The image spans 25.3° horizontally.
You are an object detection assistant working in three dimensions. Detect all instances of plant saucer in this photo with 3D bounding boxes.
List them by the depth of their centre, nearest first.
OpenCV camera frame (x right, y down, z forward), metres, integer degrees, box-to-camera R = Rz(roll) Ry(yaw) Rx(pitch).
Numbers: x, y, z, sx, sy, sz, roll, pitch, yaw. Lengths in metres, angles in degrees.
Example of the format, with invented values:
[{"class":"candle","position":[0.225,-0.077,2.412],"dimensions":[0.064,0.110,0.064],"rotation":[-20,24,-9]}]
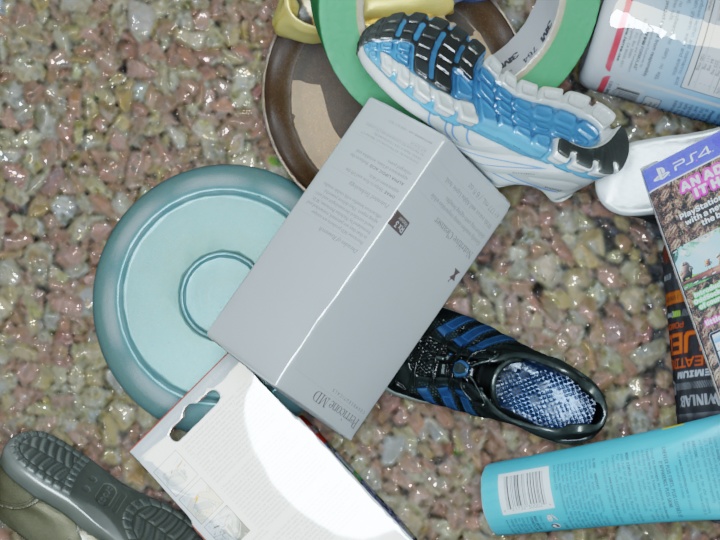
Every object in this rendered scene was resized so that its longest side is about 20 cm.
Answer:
[{"class":"plant saucer","position":[-0.099,0.020,1.172],"dimensions":[0.197,0.027,0.203],"rotation":[0,83,0]},{"class":"plant saucer","position":[0.026,-0.129,1.187],"dimensions":[0.197,0.032,0.203],"rotation":[0,82,1]}]

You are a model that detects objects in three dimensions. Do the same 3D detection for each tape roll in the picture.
[{"class":"tape roll","position":[0.065,-0.193,1.099],"dimensions":[0.198,0.048,0.203],"rotation":[-5,121,-8]}]

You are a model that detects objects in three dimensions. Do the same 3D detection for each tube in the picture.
[{"class":"tube","position":[0.181,0.145,1.099],"dimensions":[0.198,0.050,0.078],"rotation":[-12,105,26]}]

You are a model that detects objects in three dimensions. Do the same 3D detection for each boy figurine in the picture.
[{"class":"boy figurine","position":[0.028,-0.217,1.152],"dimensions":[0.198,0.064,0.126],"rotation":[-16,89,-4]}]

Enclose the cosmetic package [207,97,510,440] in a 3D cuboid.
[{"class":"cosmetic package","position":[0.000,0.000,1.093],"dimensions":[0.081,0.113,0.201],"rotation":[30,85,38]}]

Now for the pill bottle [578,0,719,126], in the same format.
[{"class":"pill bottle","position":[0.264,-0.158,1.150],"dimensions":[0.198,0.109,0.110],"rotation":[17,83,2]}]

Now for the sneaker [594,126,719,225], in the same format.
[{"class":"sneaker","position":[0.270,-0.070,1.135],"dimensions":[0.197,0.099,0.072],"rotation":[-4,90,17]}]

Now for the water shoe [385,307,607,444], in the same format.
[{"class":"water shoe","position":[0.082,0.066,1.137],"dimensions":[0.198,0.079,0.072],"rotation":[17,82,2]}]

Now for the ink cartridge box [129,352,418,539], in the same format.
[{"class":"ink cartridge box","position":[-0.057,0.165,1.137],"dimensions":[0.109,0.050,0.200],"rotation":[-43,85,-1]}]

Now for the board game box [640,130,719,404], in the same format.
[{"class":"board game box","position":[0.286,0.002,0.985],"dimensions":[0.158,0.097,0.202],"rotation":[-27,58,23]}]

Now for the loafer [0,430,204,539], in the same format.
[{"class":"loafer","position":[-0.177,0.194,1.137],"dimensions":[0.199,0.075,0.070],"rotation":[37,116,4]}]

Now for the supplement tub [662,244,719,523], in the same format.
[{"class":"supplement tub","position":[0.271,0.073,1.122],"dimensions":[0.105,0.107,0.203],"rotation":[-4,82,0]}]

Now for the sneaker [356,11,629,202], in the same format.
[{"class":"sneaker","position":[0.078,-0.099,1.092],"dimensions":[0.198,0.087,0.076],"rotation":[28,54,-12]}]
